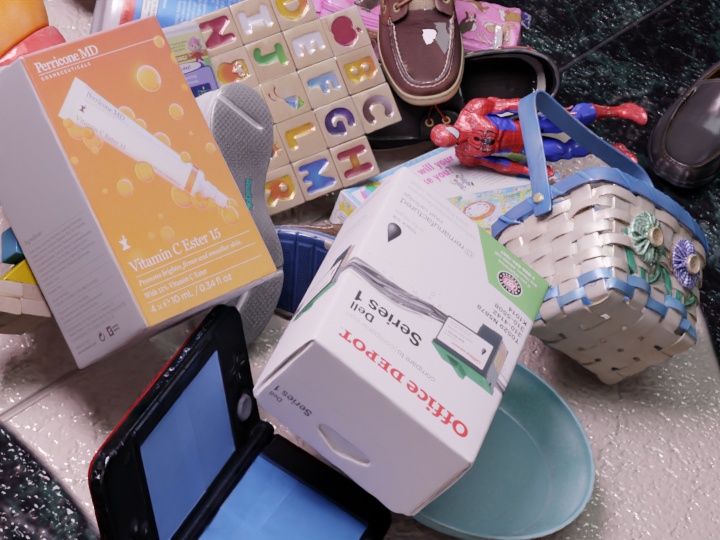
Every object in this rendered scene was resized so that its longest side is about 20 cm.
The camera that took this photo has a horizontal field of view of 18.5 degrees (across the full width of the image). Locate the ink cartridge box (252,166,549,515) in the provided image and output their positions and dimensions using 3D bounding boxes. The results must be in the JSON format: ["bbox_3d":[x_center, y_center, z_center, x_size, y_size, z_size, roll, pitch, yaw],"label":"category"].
[{"bbox_3d":[0.032,0.048,1.549,0.146,0.084,0.200,38,42,-10],"label":"ink cartridge box"}]

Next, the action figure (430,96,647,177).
[{"bbox_3d":[0.146,-0.112,1.832,0.199,0.066,0.052,-1,29,-27],"label":"action figure"}]

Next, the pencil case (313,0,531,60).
[{"bbox_3d":[0.045,-0.211,1.932,0.199,0.087,0.083,14,58,-9],"label":"pencil case"}]

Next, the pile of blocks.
[{"bbox_3d":[-0.213,-0.022,1.575,0.200,0.062,0.082,-39,97,-42],"label":"pile of blocks"}]

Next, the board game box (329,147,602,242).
[{"bbox_3d":[0.091,-0.042,1.807,0.200,0.034,0.134,-25,60,-41],"label":"board game box"}]

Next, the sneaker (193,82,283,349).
[{"bbox_3d":[-0.105,-0.035,1.646,0.070,0.080,0.201,4,84,-39],"label":"sneaker"}]

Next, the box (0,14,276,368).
[{"bbox_3d":[-0.167,-0.055,1.518,0.124,0.097,0.201,-25,88,-42],"label":"box"}]

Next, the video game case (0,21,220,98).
[{"bbox_3d":[-0.176,-0.081,1.666,0.200,0.022,0.183,-19,90,-38],"label":"video game case"}]

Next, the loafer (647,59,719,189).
[{"bbox_3d":[0.314,-0.144,1.990,0.073,0.072,0.200,30,42,6],"label":"loafer"}]

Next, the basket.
[{"bbox_3d":[0.189,-0.026,1.733,0.176,0.139,0.201,29,41,-42],"label":"basket"}]

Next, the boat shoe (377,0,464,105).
[{"bbox_3d":[0.046,-0.229,1.835,0.072,0.072,0.201,-5,57,6],"label":"boat shoe"}]

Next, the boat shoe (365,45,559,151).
[{"bbox_3d":[0.069,-0.147,1.852,0.201,0.063,0.074,-13,94,-15],"label":"boat shoe"}]

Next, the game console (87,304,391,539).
[{"bbox_3d":[-0.074,0.147,1.473,0.118,0.173,0.200,7,35,23],"label":"game console"}]

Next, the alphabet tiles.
[{"bbox_3d":[-0.074,-0.131,1.748,0.199,0.006,0.167,-22,90,-16],"label":"alphabet tiles"}]

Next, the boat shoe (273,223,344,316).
[{"bbox_3d":[0.000,0.000,1.692,0.199,0.073,0.072,13,27,5],"label":"boat shoe"}]

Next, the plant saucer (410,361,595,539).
[{"bbox_3d":[0.073,0.128,1.611,0.199,0.036,0.200,14,40,-12],"label":"plant saucer"}]

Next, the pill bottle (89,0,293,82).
[{"bbox_3d":[-0.117,-0.181,1.802,0.199,0.112,0.112,11,42,-12],"label":"pill bottle"}]

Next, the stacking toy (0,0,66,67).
[{"bbox_3d":[-0.250,-0.126,1.692,0.200,0.146,0.146,45,43,2],"label":"stacking toy"}]
